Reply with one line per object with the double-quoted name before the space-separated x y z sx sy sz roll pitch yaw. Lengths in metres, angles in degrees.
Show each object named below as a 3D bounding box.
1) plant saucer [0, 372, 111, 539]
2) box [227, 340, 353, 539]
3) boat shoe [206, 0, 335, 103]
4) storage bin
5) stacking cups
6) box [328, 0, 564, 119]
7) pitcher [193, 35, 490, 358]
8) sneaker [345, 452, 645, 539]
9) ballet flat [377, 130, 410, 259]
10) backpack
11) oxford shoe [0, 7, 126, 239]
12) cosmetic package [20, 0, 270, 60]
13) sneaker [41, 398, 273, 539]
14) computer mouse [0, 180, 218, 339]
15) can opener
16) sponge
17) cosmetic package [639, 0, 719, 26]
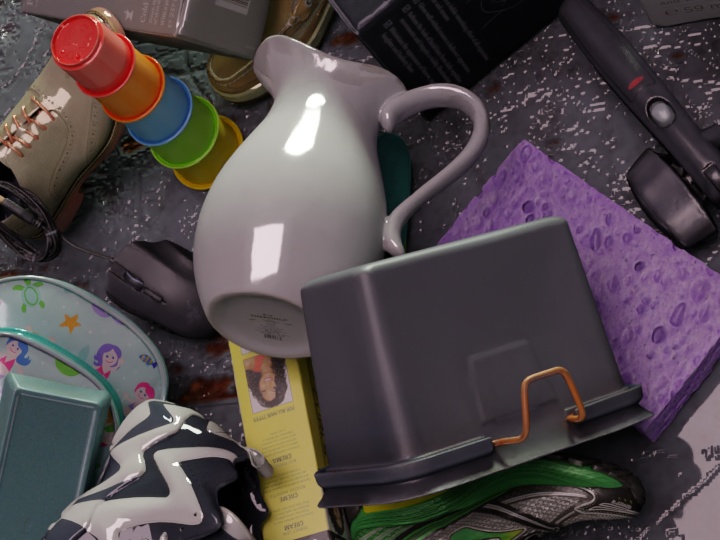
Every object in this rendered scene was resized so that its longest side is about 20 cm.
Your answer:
"plant saucer" -0.213 0.170 1.188 0.069 0.019 0.202 12 91 -13
"box" -0.046 0.103 1.246 0.050 0.075 0.201 -18 65 13
"boat shoe" -0.050 -0.215 1.359 0.072 0.076 0.200 37 88 28
"storage bin" 0.063 0.050 1.113 0.145 0.199 0.135 -15 90 60
"stacking cups" -0.147 -0.123 1.295 0.060 0.200 0.061 -8 66 19
"box" 0.072 -0.227 1.273 0.200 0.148 0.107 -38 62 5
"pitcher" -0.013 -0.046 1.201 0.170 0.122 0.201 6 58 15
"sneaker" 0.088 0.165 1.176 0.199 0.078 0.086 -17 73 25
"ballet flat" 0.000 0.000 1.277 0.067 0.067 0.201 -18 61 39
"backpack" -0.227 0.105 1.270 0.177 0.151 0.201 32 78 -3
"oxford shoe" -0.224 -0.098 1.339 0.071 0.074 0.201 42 123 27
"cosmetic package" -0.153 -0.220 1.357 0.199 0.090 0.108 13 91 43
"sneaker" -0.123 0.183 1.161 0.129 0.080 0.200 12 57 35
"computer mouse" -0.183 -0.007 1.316 0.199 0.034 0.059 24 107 2
"can opener" 0.189 -0.110 1.232 0.078 0.063 0.201 -31 63 3
"sponge" 0.148 0.010 1.225 0.200 0.030 0.112 38 89 29
"cosmetic package" 0.243 -0.281 1.194 0.166 0.200 0.168 -5 70 21
